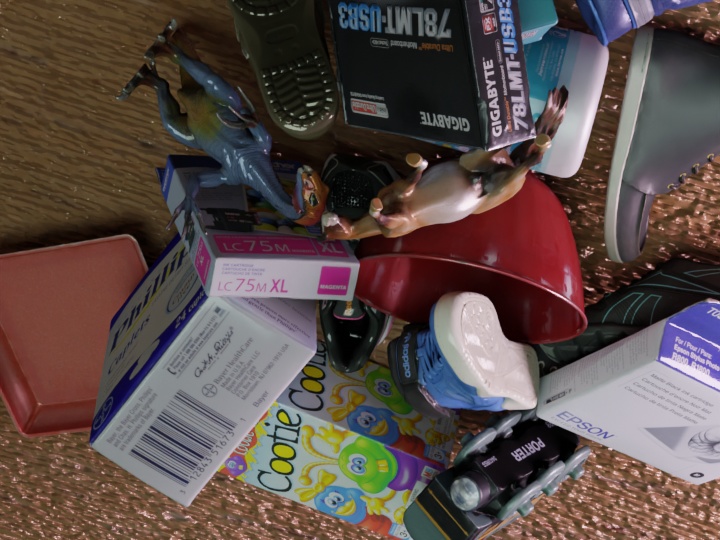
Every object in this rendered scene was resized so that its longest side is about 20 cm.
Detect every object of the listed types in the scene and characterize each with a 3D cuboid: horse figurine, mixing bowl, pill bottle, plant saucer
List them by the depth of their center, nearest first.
[{"bbox_3d":[0.066,-0.066,1.326,0.198,0.133,0.050,-24,78,-10],"label":"horse figurine"},{"bbox_3d":[0.083,-0.147,1.403,0.198,0.111,0.112,15,126,4],"label":"pill bottle"},{"bbox_3d":[0.091,-0.024,1.456,0.198,0.109,0.200,11,163,3],"label":"mixing bowl"},{"bbox_3d":[-0.256,0.055,1.670,0.198,0.037,0.201,-8,122,19],"label":"plant saucer"}]

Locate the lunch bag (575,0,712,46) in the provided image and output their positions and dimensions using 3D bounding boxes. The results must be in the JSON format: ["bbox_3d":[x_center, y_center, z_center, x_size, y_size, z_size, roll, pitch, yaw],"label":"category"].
[{"bbox_3d":[0.174,-0.253,1.262,0.131,0.200,0.137,-22,116,5],"label":"lunch bag"}]

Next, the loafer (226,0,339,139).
[{"bbox_3d":[-0.062,-0.184,1.389,0.075,0.202,0.068,-9,159,-3],"label":"loafer"}]

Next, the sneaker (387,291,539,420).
[{"bbox_3d":[0.064,0.070,1.456,0.110,0.078,0.200,-4,164,22],"label":"sneaker"}]

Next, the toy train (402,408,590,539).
[{"bbox_3d":[0.119,0.181,1.571,0.085,0.199,0.114,48,120,13],"label":"toy train"}]

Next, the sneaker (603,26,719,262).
[{"bbox_3d":[0.250,-0.086,1.424,0.105,0.075,0.202,11,124,9],"label":"sneaker"}]

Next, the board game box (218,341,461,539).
[{"bbox_3d":[-0.023,0.144,1.631,0.198,0.103,0.105,21,126,-1],"label":"board game box"}]

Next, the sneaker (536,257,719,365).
[{"bbox_3d":[0.245,0.038,1.510,0.198,0.080,0.076,-6,145,16],"label":"sneaker"}]

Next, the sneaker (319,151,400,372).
[{"bbox_3d":[0.000,0.000,1.538,0.079,0.087,0.202,1,123,11],"label":"sneaker"}]

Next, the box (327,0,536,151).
[{"bbox_3d":[0.037,-0.191,1.247,0.049,0.200,0.201,-14,106,-25],"label":"box"}]

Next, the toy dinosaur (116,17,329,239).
[{"bbox_3d":[-0.091,-0.112,1.402,0.181,0.200,0.105,38,124,-5],"label":"toy dinosaur"}]

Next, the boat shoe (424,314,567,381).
[{"bbox_3d":[0.140,0.074,1.566,0.199,0.066,0.070,28,126,-5],"label":"boat shoe"}]

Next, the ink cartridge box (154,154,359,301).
[{"bbox_3d":[-0.086,-0.043,1.446,0.118,0.200,0.042,2,118,-22],"label":"ink cartridge box"}]

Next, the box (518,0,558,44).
[{"bbox_3d":[0.081,-0.255,1.260,0.049,0.082,0.202,-16,90,-4],"label":"box"}]

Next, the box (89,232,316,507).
[{"bbox_3d":[-0.128,0.054,1.512,0.104,0.201,0.184,33,112,-18],"label":"box"}]

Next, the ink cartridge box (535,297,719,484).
[{"bbox_3d":[0.280,0.106,1.501,0.198,0.041,0.200,24,144,-28],"label":"ink cartridge box"}]
